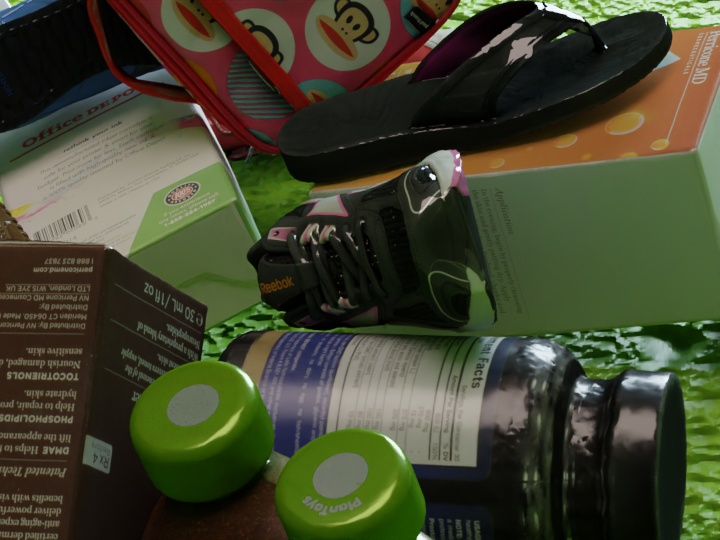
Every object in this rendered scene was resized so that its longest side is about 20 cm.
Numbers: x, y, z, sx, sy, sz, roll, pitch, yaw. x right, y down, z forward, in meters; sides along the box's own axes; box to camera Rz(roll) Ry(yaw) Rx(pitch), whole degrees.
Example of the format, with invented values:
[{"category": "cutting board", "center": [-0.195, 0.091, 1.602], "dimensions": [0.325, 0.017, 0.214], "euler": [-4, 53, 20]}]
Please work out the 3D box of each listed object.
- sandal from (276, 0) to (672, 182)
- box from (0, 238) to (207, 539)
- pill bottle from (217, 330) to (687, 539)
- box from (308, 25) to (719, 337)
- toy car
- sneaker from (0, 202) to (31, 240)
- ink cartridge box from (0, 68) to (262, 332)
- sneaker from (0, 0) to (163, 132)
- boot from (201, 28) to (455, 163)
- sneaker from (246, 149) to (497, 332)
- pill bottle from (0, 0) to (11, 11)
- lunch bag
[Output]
[{"category": "sandal", "center": [0.052, -0.093, 1.298], "dimensions": [0.199, 0.048, 0.075], "euler": [-17, 29, 7]}, {"category": "box", "center": [-0.124, 0.096, 1.110], "dimensions": [0.074, 0.100, 0.201], "euler": [2, 76, 23]}, {"category": "pill bottle", "center": [0.038, 0.084, 1.175], "dimensions": [0.199, 0.112, 0.112], "euler": [2, 35, 15]}, {"category": "box", "center": [0.094, -0.041, 1.335], "dimensions": [0.199, 0.098, 0.125], "euler": [-5, 32, 23]}, {"category": "toy car", "center": [-0.060, 0.170, 1.045], "dimensions": [0.157, 0.165, 0.200], "euler": [22, 56, 38]}, {"category": "sneaker", "center": [-0.245, -0.020, 1.383], "dimensions": [0.070, 0.109, 0.200], "euler": [19, 22, -44]}, {"category": "ink cartridge box", "center": [-0.124, -0.037, 1.417], "dimensions": [0.117, 0.068, 0.200], "euler": [-27, 35, 1]}, {"category": "sneaker", "center": [-0.134, -0.131, 1.429], "dimensions": [0.199, 0.066, 0.078], "euler": [-21, 15, -2]}, {"category": "boot", "center": [-0.008, -0.083, 1.484], "dimensions": [0.144, 0.073, 0.200], "euler": [-28, 33, -20]}, {"category": "sneaker", "center": [0.000, 0.000, 1.193], "dimensions": [0.086, 0.081, 0.200], "euler": [-15, -2, -13]}, {"category": "pill bottle", "center": [-0.284, -0.086, 1.507], "dimensions": [0.115, 0.116, 0.200], "euler": [22, 45, 38]}, {"category": "lunch bag", "center": [-0.064, -0.163, 1.356], "dimensions": [0.176, 0.200, 0.082], "euler": [-41, 16, 6]}]
